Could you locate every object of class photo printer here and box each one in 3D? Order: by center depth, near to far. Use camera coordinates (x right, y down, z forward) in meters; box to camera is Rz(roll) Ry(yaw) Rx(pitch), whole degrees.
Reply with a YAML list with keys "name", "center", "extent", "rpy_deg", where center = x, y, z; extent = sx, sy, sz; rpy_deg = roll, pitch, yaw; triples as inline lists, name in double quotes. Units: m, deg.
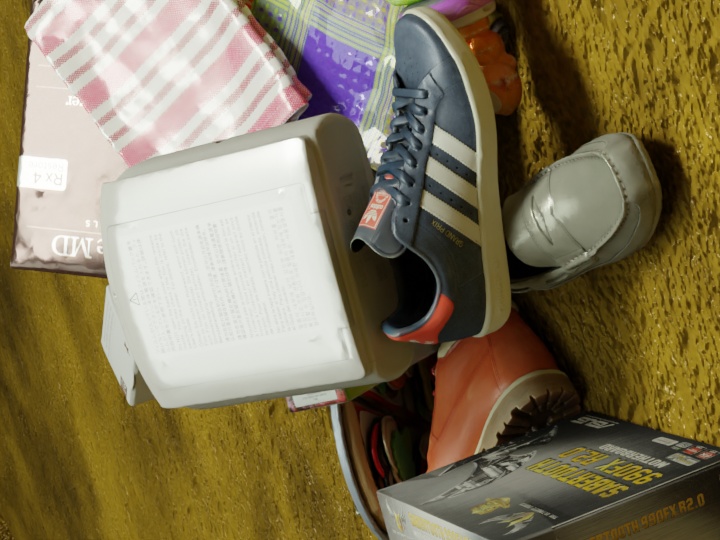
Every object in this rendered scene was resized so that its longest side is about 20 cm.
- name: "photo printer"
  center: [-0.074, 0.001, 1.349]
  extent: [0.200, 0.069, 0.167]
  rpy_deg: [-12, 96, 37]

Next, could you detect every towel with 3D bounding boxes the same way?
- name: "towel"
  center: [0.002, -0.140, 1.410]
  extent: [0.200, 0.023, 0.144]
  rpy_deg: [32, 122, 26]
- name: "towel"
  center: [-0.136, -0.142, 1.469]
  extent: [0.146, 0.030, 0.200]
  rpy_deg: [-44, 75, 27]

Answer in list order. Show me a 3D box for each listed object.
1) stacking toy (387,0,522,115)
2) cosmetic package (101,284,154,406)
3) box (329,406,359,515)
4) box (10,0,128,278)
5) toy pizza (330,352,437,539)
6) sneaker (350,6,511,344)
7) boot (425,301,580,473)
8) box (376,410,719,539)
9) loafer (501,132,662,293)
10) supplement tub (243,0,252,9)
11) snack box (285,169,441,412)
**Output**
- name: "stacking toy"
  center: [0.049, -0.185, 1.304]
  extent: [0.201, 0.110, 0.116]
  rpy_deg: [67, 161, -11]
- name: "cosmetic package"
  center: [-0.110, 0.031, 1.780]
  extent: [0.074, 0.199, 0.102]
  rpy_deg: [63, 159, 23]
- name: "box"
  center: [-0.001, 0.068, 1.658]
  extent: [0.159, 0.046, 0.201]
  rpy_deg: [-75, -29, -78]
- name: "box"
  center: [-0.142, -0.093, 1.590]
  extent: [0.164, 0.165, 0.201]
  rpy_deg: [0, -84, -70]
- name: "toy pizza"
  center: [0.032, 0.106, 1.566]
  extent: [0.200, 0.032, 0.201]
  rpy_deg: [-10, -90, -67]
- name: "sneaker"
  center: [0.032, -0.051, 1.267]
  extent: [0.075, 0.084, 0.201]
  rpy_deg: [10, 112, 65]
- name: "boot"
  center: [0.079, 0.109, 1.491]
  extent: [0.107, 0.075, 0.200]
  rpy_deg: [62, 139, 35]
- name: "box"
  center: [0.119, 0.143, 1.302]
  extent: [0.200, 0.158, 0.049]
  rpy_deg: [-170, 63, -70]
- name: "loafer"
  center: [0.120, -0.027, 1.276]
  extent: [0.070, 0.070, 0.200]
  rpy_deg: [67, 161, 12]
- name: "supplement tub"
  center: [-0.149, -0.192, 1.778]
  extent: [0.200, 0.140, 0.141]
  rpy_deg: [59, 158, 32]
- name: "snack box"
  center: [0.000, 0.000, 1.469]
  extent: [0.053, 0.200, 0.143]
  rpy_deg: [-12, 96, 30]
